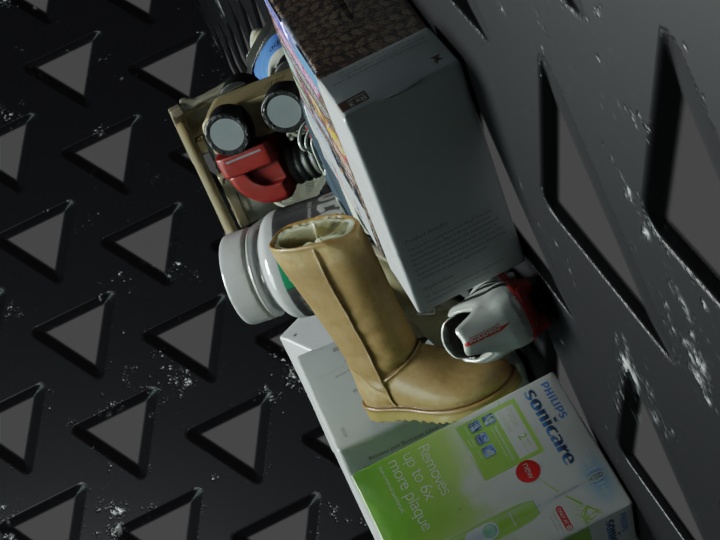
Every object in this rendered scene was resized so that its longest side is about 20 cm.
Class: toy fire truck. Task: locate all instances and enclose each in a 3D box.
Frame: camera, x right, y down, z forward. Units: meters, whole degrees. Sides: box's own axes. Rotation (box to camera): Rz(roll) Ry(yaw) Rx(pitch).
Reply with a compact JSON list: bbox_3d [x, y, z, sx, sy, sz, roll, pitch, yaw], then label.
[{"bbox_3d":[-0.038,-0.120,1.775,0.201,0.174,0.129,62,-160,-24],"label":"toy fire truck"}]

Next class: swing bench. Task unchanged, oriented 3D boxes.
[{"bbox_3d":[-0.104,-0.148,2.153,0.130,0.197,0.202,140,105,-86],"label":"swing bench"}]

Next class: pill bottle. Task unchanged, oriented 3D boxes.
[{"bbox_3d":[-0.032,-0.019,1.758,0.113,0.198,0.114,-18,-90,-74],"label":"pill bottle"}]

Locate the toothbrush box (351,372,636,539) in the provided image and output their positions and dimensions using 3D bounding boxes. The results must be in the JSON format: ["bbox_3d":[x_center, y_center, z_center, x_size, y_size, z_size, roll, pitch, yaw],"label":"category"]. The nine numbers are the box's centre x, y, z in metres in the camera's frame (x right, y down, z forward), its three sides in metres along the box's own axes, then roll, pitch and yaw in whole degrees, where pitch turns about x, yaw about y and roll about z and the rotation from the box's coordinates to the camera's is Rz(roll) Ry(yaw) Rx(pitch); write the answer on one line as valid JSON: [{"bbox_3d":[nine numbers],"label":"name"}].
[{"bbox_3d":[0.114,0.204,1.502,0.086,0.198,0.146,72,172,-54],"label":"toothbrush box"}]

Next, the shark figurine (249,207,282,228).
[{"bbox_3d":[-0.009,-0.018,1.846,0.213,0.128,0.090,34,-139,-5],"label":"shark figurine"}]

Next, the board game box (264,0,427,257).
[{"bbox_3d":[0.009,-0.144,1.477,0.160,0.096,0.201,-120,6,-46],"label":"board game box"}]

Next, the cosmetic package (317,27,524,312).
[{"bbox_3d":[0.049,-0.076,1.371,0.074,0.101,0.201,56,170,54],"label":"cosmetic package"}]

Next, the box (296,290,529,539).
[{"bbox_3d":[0.070,0.153,1.763,0.200,0.197,0.172,-120,6,-62],"label":"box"}]

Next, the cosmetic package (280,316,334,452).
[{"bbox_3d":[0.043,0.135,2.014,0.198,0.123,0.201,20,144,40],"label":"cosmetic package"}]

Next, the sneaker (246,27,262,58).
[{"bbox_3d":[-0.085,-0.240,1.993,0.115,0.074,0.200,34,168,14],"label":"sneaker"}]

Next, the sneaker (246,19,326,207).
[{"bbox_3d":[-0.076,-0.173,1.873,0.112,0.076,0.201,-107,12,-49],"label":"sneaker"}]

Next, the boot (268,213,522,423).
[{"bbox_3d":[0.030,0.042,1.562,0.201,0.174,0.066,62,-145,-24],"label":"boot"}]

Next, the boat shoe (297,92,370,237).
[{"bbox_3d":[-0.015,-0.125,1.637,0.062,0.075,0.201,11,130,63],"label":"boat shoe"}]

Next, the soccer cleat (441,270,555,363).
[{"bbox_3d":[0.104,0.042,1.471,0.069,0.085,0.200,64,175,-2],"label":"soccer cleat"}]

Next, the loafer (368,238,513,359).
[{"bbox_3d":[0.051,0.035,1.642,0.199,0.069,0.076,34,-176,13],"label":"loafer"}]
